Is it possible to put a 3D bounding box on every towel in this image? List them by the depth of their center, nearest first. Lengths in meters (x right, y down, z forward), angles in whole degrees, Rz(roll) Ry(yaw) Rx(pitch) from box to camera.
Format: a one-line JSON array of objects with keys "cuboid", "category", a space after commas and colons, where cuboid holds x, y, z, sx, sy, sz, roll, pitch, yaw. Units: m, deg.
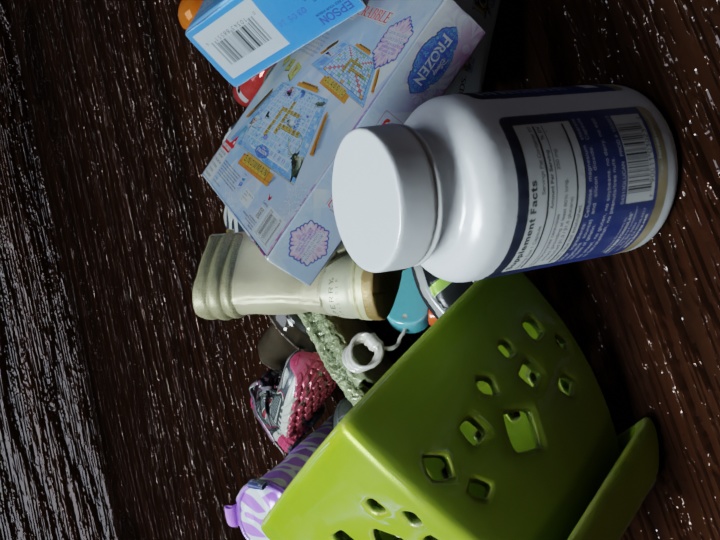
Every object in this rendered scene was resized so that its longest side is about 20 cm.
[{"cuboid": [-0.013, 0.072, 0.861, 0.201, 0.036, 0.148, 57, -172, 35], "category": "towel"}]

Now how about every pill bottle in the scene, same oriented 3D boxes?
[{"cuboid": [0.087, -0.054, 0.543, 0.111, 0.198, 0.113, 27, 122, 57], "category": "pill bottle"}]

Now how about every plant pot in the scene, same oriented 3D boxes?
[{"cuboid": [0.075, 0.148, 0.614, 0.181, 0.200, 0.200, 42, 142, 8], "category": "plant pot"}]

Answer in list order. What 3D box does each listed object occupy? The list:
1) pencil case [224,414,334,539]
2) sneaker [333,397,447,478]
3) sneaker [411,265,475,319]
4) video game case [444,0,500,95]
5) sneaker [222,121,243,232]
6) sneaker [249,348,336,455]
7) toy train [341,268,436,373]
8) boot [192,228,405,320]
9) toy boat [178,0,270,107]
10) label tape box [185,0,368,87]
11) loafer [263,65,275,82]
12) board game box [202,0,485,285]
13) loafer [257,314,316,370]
[{"cuboid": [-0.049, 0.211, 0.887, 0.084, 0.199, 0.085, -5, 100, 30], "category": "pencil case"}, {"cuboid": [0.046, 0.201, 0.840, 0.202, 0.066, 0.090, 61, 140, 13], "category": "sneaker"}, {"cuboid": [0.081, -0.048, 0.695, 0.083, 0.071, 0.203, -19, 81, 61], "category": "sneaker"}, {"cuboid": [0.035, -0.183, 0.708, 0.199, 0.045, 0.184, 3, 81, 62], "category": "video game case"}, {"cuboid": [-0.115, -0.077, 1.054, 0.130, 0.079, 0.200, 59, 146, 33], "category": "sneaker"}, {"cuboid": [-0.078, 0.130, 0.904, 0.074, 0.081, 0.201, 39, 152, 8], "category": "sneaker"}, {"cuboid": [0.000, 0.000, 0.814, 0.201, 0.149, 0.056, 58, 178, 29], "category": "toy train"}, {"cuboid": [-0.039, -0.017, 0.715, 0.201, 0.153, 0.074, -67, -30, -61], "category": "boot"}, {"cuboid": [-0.139, -0.282, 0.980, 0.130, 0.129, 0.203, -22, 78, 62], "category": "toy boat"}, {"cuboid": [-0.041, -0.254, 0.688, 0.143, 0.063, 0.202, -20, 40, 38], "category": "label tape box"}, {"cuboid": [-0.042, -0.126, 0.900, 0.202, 0.074, 0.070, 67, 165, 5], "category": "loafer"}, {"cuboid": [-0.025, -0.115, 0.640, 0.201, 0.041, 0.200, -54, 31, 6], "category": "board game box"}, {"cuboid": [-0.075, 0.084, 0.962, 0.073, 0.071, 0.200, 53, 170, 18], "category": "loafer"}]
